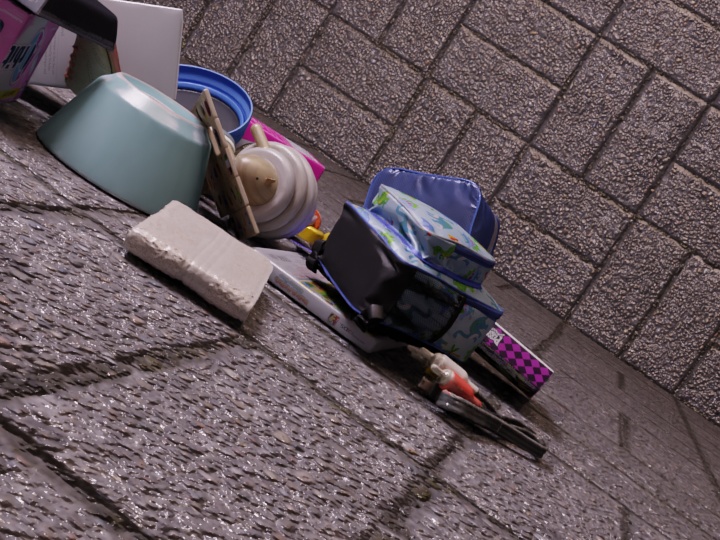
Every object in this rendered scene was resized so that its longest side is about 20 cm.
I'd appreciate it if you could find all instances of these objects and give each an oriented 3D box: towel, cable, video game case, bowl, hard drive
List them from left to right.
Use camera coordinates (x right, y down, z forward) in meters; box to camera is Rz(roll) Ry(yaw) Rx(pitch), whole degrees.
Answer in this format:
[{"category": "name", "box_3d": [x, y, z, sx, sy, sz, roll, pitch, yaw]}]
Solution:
[{"category": "hard drive", "box_3d": [-0.353, -0.310, 1.067, 0.200, 0.042, 0.135, 37, 9, 24]}, {"category": "bowl", "box_3d": [-0.247, -0.147, 1.134, 0.200, 0.105, 0.201, 34, 9, -6]}, {"category": "bowl", "box_3d": [-0.261, -0.239, 1.501, 0.199, 0.040, 0.201, 9, 39, -7]}, {"category": "towel", "box_3d": [-0.151, -0.012, 0.973, 0.132, 0.035, 0.200, 32, 9, -4]}, {"category": "video game case", "box_3d": [-0.031, 0.035, 1.208, 0.182, 0.023, 0.200, 36, 7, 14]}, {"category": "video game case", "box_3d": [0.177, 0.097, 1.409, 0.200, 0.036, 0.181, 41, -4, 11]}, {"category": "cable", "box_3d": [0.141, 0.149, 1.096, 0.199, 0.051, 0.097, 30, 4, -18]}]

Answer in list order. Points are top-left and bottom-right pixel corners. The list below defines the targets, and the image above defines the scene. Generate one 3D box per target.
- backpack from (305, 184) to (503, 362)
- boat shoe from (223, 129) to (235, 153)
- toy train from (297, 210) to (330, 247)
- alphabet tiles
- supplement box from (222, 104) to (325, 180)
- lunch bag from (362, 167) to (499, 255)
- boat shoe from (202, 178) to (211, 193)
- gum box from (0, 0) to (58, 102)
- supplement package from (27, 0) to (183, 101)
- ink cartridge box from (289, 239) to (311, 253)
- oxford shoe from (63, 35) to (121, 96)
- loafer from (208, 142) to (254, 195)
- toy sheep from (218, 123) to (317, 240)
[{"category": "backpack", "box_3d": [0.070, 0.008, 1.164, 0.199, 0.147, 0.183, 31, 10, -37]}, {"category": "boat shoe", "box_3d": [-0.256, -0.204, 1.379, 0.199, 0.073, 0.062, 18, 43, 8]}, {"category": "toy train", "box_3d": [-0.067, -0.069, 1.535, 0.199, 0.056, 0.150, 32, 7, -14]}, {"category": "alphabet tiles", "box_3d": [-0.167, -0.116, 1.197, 0.200, 0.008, 0.168, 177, -107, -75]}, {"category": "supplement box", "box_3d": [-0.172, -0.186, 1.658, 0.199, 0.102, 0.103, 31, 9, -23]}, {"category": "lunch bag", "box_3d": [0.093, -0.054, 1.451, 0.199, 0.137, 0.132, 14, -16, 27]}, {"category": "boat shoe", "box_3d": [-0.263, -0.171, 1.323, 0.199, 0.072, 0.068, 29, 11, -13]}, {"category": "gum box", "box_3d": [-0.394, -0.245, 1.090, 0.066, 0.114, 0.200, 31, 8, -12]}, {"category": "supplement package", "box_3d": [-0.333, -0.286, 1.282, 0.198, 0.118, 0.117, 4, 10, -17]}, {"category": "ink cartridge box", "box_3d": [0.000, 0.000, 1.370, 0.199, 0.044, 0.198, 33, 0, -2]}, {"category": "oxford shoe", "box_3d": [-0.320, -0.245, 1.194, 0.071, 0.073, 0.201, -122, -164, -67]}, {"category": "loafer", "box_3d": [-0.181, -0.133, 1.458, 0.076, 0.068, 0.200, 31, 23, 13]}, {"category": "toy sheep", "box_3d": [-0.117, -0.105, 1.310, 0.138, 0.138, 0.200, 37, 4, 22]}]
